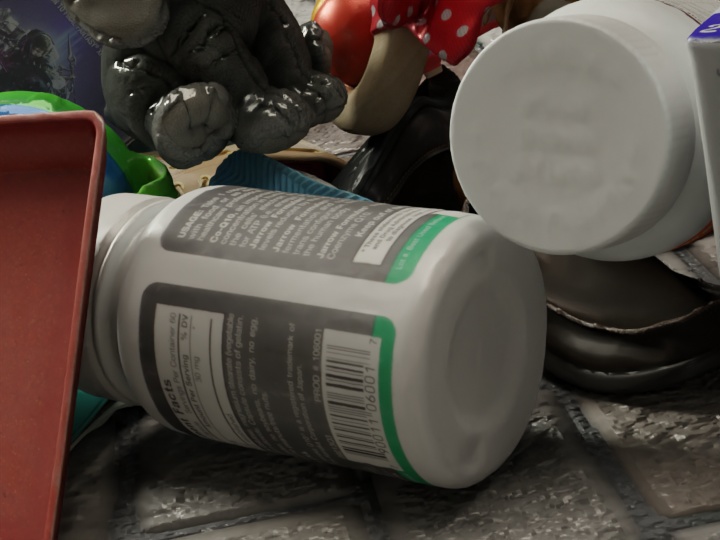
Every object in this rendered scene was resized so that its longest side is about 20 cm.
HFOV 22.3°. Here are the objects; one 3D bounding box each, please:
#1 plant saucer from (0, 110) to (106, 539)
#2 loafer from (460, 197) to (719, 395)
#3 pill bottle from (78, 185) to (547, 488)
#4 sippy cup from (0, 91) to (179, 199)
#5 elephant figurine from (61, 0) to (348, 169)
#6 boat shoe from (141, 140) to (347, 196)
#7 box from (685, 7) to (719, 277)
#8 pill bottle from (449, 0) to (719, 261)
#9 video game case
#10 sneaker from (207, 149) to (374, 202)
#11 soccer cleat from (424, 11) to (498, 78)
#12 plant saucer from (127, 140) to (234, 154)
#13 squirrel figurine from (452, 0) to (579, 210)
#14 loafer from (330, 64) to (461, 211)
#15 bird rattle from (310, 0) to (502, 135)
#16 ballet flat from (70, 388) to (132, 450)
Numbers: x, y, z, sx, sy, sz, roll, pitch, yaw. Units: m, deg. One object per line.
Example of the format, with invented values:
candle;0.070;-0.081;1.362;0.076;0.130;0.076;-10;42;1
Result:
plant saucer;-0.196;0.035;0.789;0.200;0.200;0.037;-1;-14;25
loafer;0.100;0.005;0.852;0.073;0.071;0.200;-22;22;-32
pill bottle;-0.031;0.022;0.783;0.200;0.113;0.113;9;25;32
sippy cup;-0.192;-0.011;0.960;0.178;0.140;0.130;-49;7;26
elephant figurine;-0.085;-0.164;0.927;0.155;0.200;0.142;-14;21;1
boat shoe;-0.091;-0.039;1.077;0.200;0.074;0.069;-21;15;-31
box;0.215;-0.032;0.723;0.105;0.184;0.200;-2;20;27
pill bottle;0.120;-0.062;0.775;0.109;0.110;0.200;0;8;28
video game case;-0.221;-0.095;1.068;0.200;0.143;0.019;-39;14;6
sneaker;0.000;0.000;0.907;0.081;0.077;0.200;23;11;-41
soccer cleat;0.062;-0.172;1.111;0.200;0.077;0.067;-25;11;-6
plant saucer;-0.169;-0.102;1.101;0.201;0.201;0.039;-11;17;-2
squirrel figurine;0.114;-0.121;1.034;0.141;0.187;0.200;-5;19;16
loafer;0.039;-0.062;1.084;0.073;0.072;0.200;-46;2;32
bird rattle;0.017;-0.151;0.999;0.113;0.163;0.200;-4;36;-27
ballet flat;-0.132;0.044;0.883;0.069;0.070;0.200;2;23;31
